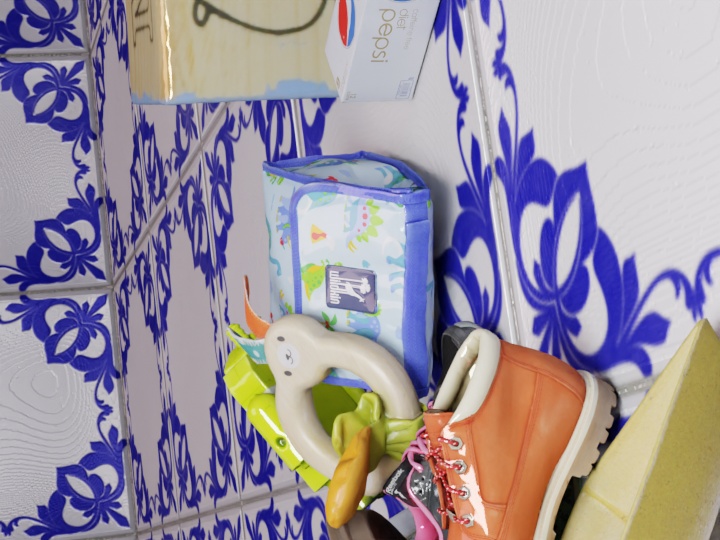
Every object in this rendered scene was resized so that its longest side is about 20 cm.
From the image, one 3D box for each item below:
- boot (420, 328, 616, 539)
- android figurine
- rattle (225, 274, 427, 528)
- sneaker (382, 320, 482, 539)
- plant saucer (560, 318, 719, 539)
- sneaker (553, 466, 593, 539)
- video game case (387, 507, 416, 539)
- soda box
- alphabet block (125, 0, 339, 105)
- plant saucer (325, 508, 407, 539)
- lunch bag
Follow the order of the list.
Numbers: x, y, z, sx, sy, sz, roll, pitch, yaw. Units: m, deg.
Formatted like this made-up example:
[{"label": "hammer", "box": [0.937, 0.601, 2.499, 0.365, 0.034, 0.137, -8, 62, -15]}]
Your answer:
[{"label": "boot", "box": [0.068, 0.135, 0.888, 0.075, 0.107, 0.200, -9, 54, 63]}, {"label": "android figurine", "box": [-0.045, 0.122, 1.298, 0.041, 0.182, 0.200, -43, 79, 20]}, {"label": "rattle", "box": [-0.058, 0.100, 1.122, 0.200, 0.143, 0.130, 44, 142, 8]}, {"label": "sneaker", "box": [0.063, 0.138, 1.072, 0.079, 0.095, 0.200, -175, 82, -74]}, {"label": "plant saucer", "box": [0.140, 0.155, 0.784, 0.200, 0.048, 0.200, -60, -6, -37]}, {"label": "sneaker", "box": [0.104, 0.167, 0.954, 0.077, 0.088, 0.200, 126, 137, -64]}, {"label": "video game case", "box": [-0.046, 0.293, 1.295, 0.023, 0.200, 0.182, 53, 151, 16]}, {"label": "soda box", "box": [0.024, -0.227, 1.164, 0.200, 0.064, 0.068, 107, 154, -47]}, {"label": "alphabet block", "box": [-0.117, -0.261, 1.397, 0.196, 0.195, 0.200, -162, 68, -69]}, {"label": "plant saucer", "box": [0.044, 0.256, 1.104, 0.200, 0.029, 0.200, 52, -176, -5]}, {"label": "lunch bag", "box": [0.000, 0.000, 1.207, 0.200, 0.127, 0.170, 25, 120, 59]}]
